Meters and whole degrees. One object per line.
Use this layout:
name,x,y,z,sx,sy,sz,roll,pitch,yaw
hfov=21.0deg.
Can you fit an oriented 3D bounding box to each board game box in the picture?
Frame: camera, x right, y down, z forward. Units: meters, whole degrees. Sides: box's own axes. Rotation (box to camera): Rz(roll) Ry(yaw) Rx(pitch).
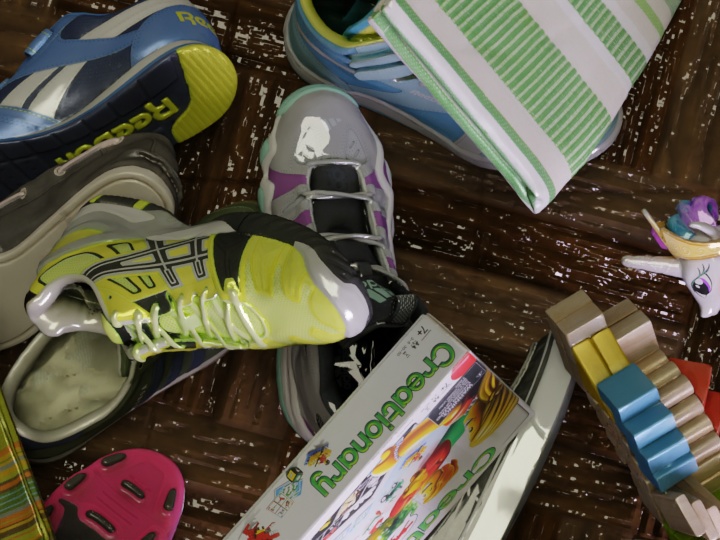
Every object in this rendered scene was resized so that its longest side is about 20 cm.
board game box,-0.005,0.120,0.962,0.035,0.126,0.200,41,90,26

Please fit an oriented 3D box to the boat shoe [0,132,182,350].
boat shoe,-0.179,-0.012,1.074,0.200,0.057,0.067,-28,117,21

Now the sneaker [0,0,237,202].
sneaker,-0.165,-0.091,1.089,0.200,0.074,0.082,-24,52,7

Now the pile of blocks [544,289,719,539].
pile of blocks,0.171,0.092,0.993,0.062,0.082,0.200,-31,94,-7

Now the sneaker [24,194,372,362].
sneaker,-0.080,0.017,0.956,0.200,0.075,0.076,5,45,40

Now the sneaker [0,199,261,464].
sneaker,-0.118,0.033,1.055,0.200,0.090,0.067,-40,84,-4

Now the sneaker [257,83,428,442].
sneaker,0.000,0.000,1.015,0.078,0.140,0.200,-8,94,-15

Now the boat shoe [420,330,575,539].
boat shoe,0.058,0.113,1.046,0.064,0.071,0.200,26,80,10

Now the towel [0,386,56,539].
towel,-0.225,0.081,1.012,0.086,0.018,0.200,-24,78,10

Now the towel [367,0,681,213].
towel,0.095,-0.146,1.042,0.153,0.023,0.200,47,52,-20

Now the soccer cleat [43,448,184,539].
soccer cleat,-0.165,0.184,1.049,0.070,0.086,0.200,29,59,9

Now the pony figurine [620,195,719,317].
pony figurine,0.258,0.028,1.027,0.193,0.167,0.200,-24,97,9

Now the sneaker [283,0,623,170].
sneaker,0.050,-0.115,1.056,0.200,0.131,0.080,17,81,4
